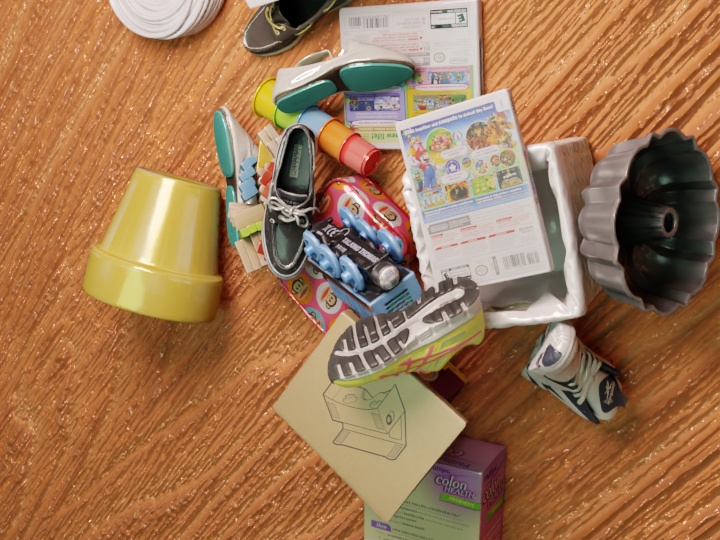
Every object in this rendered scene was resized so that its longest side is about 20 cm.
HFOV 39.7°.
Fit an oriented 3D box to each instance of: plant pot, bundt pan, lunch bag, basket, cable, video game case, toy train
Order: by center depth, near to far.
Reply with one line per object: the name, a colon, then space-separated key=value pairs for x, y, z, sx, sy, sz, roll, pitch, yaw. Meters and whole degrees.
bundt pan: x=0.315 y=-0.055 z=1.113 sx=0.075 sy=0.199 sz=0.207 roll=8 pitch=108 yaw=52
video game case: x=0.127 y=-0.085 z=1.117 sx=0.141 sy=0.018 sz=0.204 roll=-12 pitch=96 yaw=30
basket: x=0.180 y=-0.050 z=1.197 sx=0.195 sy=0.160 sz=0.204 roll=-8 pitch=100 yaw=30
toy train: x=0.000 y=0.000 z=1.224 sx=0.199 sy=0.086 sz=0.116 roll=33 pitch=152 yaw=57
video game case: x=0.065 y=-0.250 z=1.292 sx=0.196 sy=0.022 sz=0.186 roll=4 pitch=104 yaw=28
lunch bag: x=-0.027 y=-0.027 z=1.364 sx=0.176 sy=0.082 sz=0.201 roll=44 pitch=120 yaw=13
cable: x=-0.276 y=-0.431 z=1.410 sx=0.197 sy=0.069 sz=0.204 roll=-6 pitch=100 yaw=31
plant pot: x=-0.286 y=-0.042 z=1.451 sx=0.198 sy=0.200 sz=0.193 roll=18 pitch=96 yaw=24

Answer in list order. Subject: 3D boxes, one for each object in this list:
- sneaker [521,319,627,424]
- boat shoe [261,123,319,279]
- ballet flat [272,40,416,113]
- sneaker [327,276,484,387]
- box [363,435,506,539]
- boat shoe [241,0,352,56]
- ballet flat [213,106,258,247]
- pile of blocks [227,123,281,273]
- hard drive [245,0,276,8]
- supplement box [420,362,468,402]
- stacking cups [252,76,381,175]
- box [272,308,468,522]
sneaker: x=0.267 y=0.124 z=1.192 sx=0.128 sy=0.200 sz=0.080 roll=28 pitch=74 yaw=8
boat shoe: x=-0.087 y=-0.087 z=1.285 sx=0.072 sy=0.068 sz=0.204 roll=12 pitch=96 yaw=-4
ballet flat: x=-0.026 y=-0.261 z=1.286 sx=0.196 sy=0.069 sz=0.071 roll=-13 pitch=97 yaw=17
sneaker: x=0.057 y=0.091 z=1.134 sx=0.197 sy=0.079 sz=0.091 roll=-24 pitch=131 yaw=7
box: x=0.101 y=0.333 z=1.376 sx=0.173 sy=0.096 sz=0.205 roll=8 pitch=107 yaw=27
boat shoe: x=-0.091 y=-0.349 z=1.330 sx=0.199 sy=0.060 sz=0.073 roll=-27 pitch=90 yaw=31
ballet flat: x=-0.165 y=-0.133 z=1.421 sx=0.068 sy=0.069 sz=0.205 roll=0 pitch=103 yaw=29
pile of blocks: x=-0.137 y=-0.099 z=1.344 sx=0.080 sy=0.062 sz=0.205 roll=2 pitch=87 yaw=-9
hard drive: x=-0.044 y=-0.401 z=1.258 sx=0.197 sy=0.133 sz=0.027 roll=-8 pitch=134 yaw=31
supplement box: x=0.035 y=0.164 z=1.309 sx=0.131 sy=0.199 sz=0.104 roll=43 pitch=119 yaw=11
stacking cups: x=-0.060 y=-0.189 z=1.334 sx=0.199 sy=0.060 sz=0.061 roll=36 pitch=118 yaw=28
box: x=0.008 y=0.173 z=1.196 sx=0.200 sy=0.021 sz=0.165 roll=42 pitch=110 yaw=14
